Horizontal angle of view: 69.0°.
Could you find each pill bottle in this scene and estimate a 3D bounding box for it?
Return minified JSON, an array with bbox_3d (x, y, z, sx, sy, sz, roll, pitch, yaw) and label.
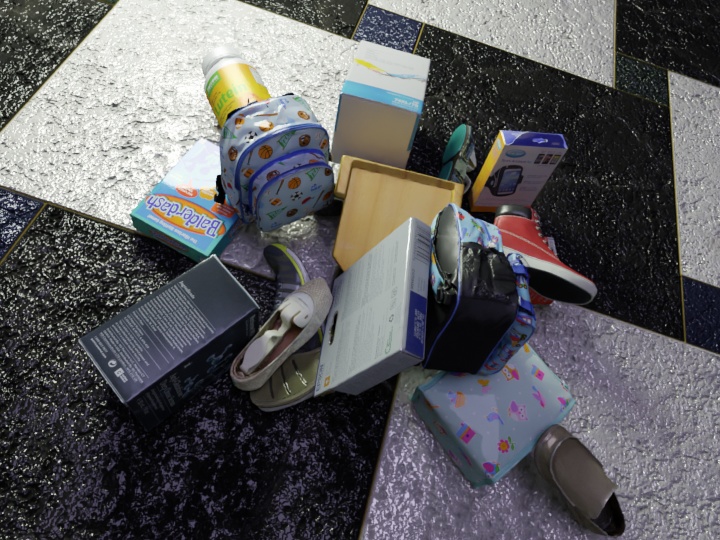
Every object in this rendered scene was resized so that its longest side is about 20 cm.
[{"bbox_3d":[-0.227,-0.322,0.984,0.110,0.111,0.201,-20,66,-21],"label":"pill bottle"}]

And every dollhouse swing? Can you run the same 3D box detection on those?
[{"bbox_3d":[0.048,-0.083,0.880,0.198,0.182,0.178,12,100,-6],"label":"dollhouse swing"}]

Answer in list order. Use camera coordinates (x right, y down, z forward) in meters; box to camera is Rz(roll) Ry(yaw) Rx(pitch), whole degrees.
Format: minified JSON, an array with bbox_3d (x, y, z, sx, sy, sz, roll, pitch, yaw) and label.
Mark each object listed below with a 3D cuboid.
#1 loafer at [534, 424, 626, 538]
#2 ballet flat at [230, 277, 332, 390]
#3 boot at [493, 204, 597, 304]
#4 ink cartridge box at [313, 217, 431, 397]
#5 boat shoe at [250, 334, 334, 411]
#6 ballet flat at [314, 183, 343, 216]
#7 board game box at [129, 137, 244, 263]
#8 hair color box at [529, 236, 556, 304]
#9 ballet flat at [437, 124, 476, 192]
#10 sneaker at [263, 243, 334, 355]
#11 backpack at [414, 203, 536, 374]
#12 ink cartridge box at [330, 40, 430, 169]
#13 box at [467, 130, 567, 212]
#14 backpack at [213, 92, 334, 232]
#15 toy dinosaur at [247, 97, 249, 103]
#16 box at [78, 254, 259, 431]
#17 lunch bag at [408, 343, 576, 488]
[{"bbox_3d":[0.308,0.290,0.716,0.076,0.068,0.200,-45,112,-18],"label":"loafer"},{"bbox_3d":[-0.109,0.088,0.748,0.067,0.062,0.201,33,75,17],"label":"ballet flat"},{"bbox_3d":[0.312,-0.037,0.885,0.199,0.073,0.145,26,59,7],"label":"boot"},{"bbox_3d":[0.016,0.057,0.698,0.043,0.200,0.198,25,52,-22],"label":"ink cartridge box"},{"bbox_3d":[-0.062,0.154,0.767,0.199,0.069,0.075,-26,48,1],"label":"boat shoe"},{"bbox_3d":[0.002,-0.140,0.958,0.198,0.057,0.067,-14,65,-19],"label":"ballet flat"},{"bbox_3d":[-0.267,-0.120,0.901,0.151,0.045,0.201,27,60,4],"label":"board game box"},{"bbox_3d":[0.249,-0.006,0.929,0.198,0.064,0.112,3,61,-8],"label":"hair color box"},{"bbox_3d":[0.194,-0.202,1.037,0.074,0.074,0.201,23,61,2],"label":"ballet flat"},{"bbox_3d":[-0.112,0.043,0.826,0.080,0.074,0.201,-24,66,-18],"label":"sneaker"},{"bbox_3d":[0.143,0.019,0.714,0.133,0.183,0.201,9,49,-6],"label":"backpack"},{"bbox_3d":[0.038,-0.305,0.988,0.145,0.147,0.201,14,49,-1],"label":"ink cartridge box"},{"bbox_3d":[0.285,-0.183,0.955,0.118,0.201,0.042,1,55,-11],"label":"box"},{"bbox_3d":[-0.129,-0.167,0.811,0.199,0.191,0.154,-30,62,-20],"label":"backpack"},{"bbox_3d":[-0.146,-0.220,0.949,0.199,0.060,0.107,10,81,-50],"label":"toy dinosaur"},{"bbox_3d":[-0.248,0.101,0.719,0.200,0.149,0.107,-38,74,-26],"label":"box"},{"bbox_3d":[0.199,0.189,0.777,0.199,0.122,0.171,-33,71,-20],"label":"lunch bag"}]
